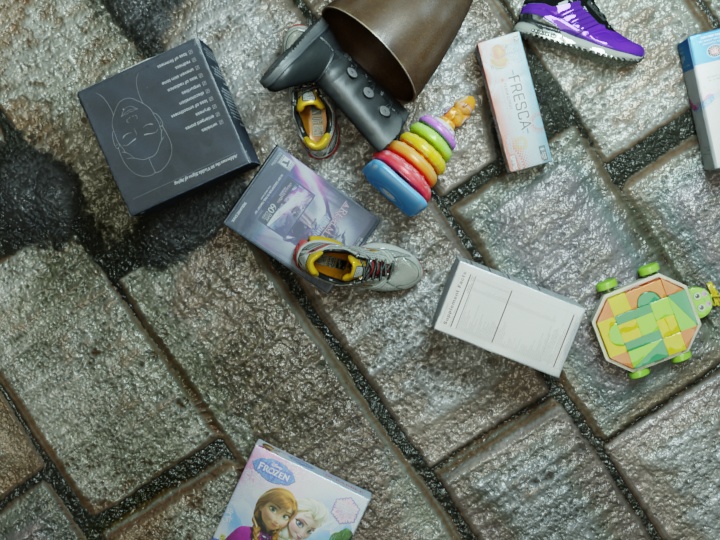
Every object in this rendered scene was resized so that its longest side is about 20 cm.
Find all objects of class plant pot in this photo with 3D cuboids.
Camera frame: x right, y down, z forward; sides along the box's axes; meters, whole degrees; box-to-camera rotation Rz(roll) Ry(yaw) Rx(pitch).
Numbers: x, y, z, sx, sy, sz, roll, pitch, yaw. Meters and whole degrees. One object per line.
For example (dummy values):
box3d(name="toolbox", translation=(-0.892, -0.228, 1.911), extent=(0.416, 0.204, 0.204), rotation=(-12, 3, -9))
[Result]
box3d(name="plant pot", translation=(0.077, -0.382, 1.617), extent=(0.187, 0.187, 0.200), rotation=(43, 80, -1))

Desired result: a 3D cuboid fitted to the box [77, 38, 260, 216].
box3d(name="box", translation=(-0.283, -0.210, 1.653), extent=(0.199, 0.124, 0.198), rotation=(-23, 91, 4))

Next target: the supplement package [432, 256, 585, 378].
box3d(name="supplement package", translation=(0.219, 0.066, 1.659), extent=(0.199, 0.110, 0.114), rotation=(22, 95, 1))

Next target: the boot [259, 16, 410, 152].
box3d(name="boot", translation=(-0.032, -0.246, 1.592), extent=(0.200, 0.065, 0.165), rotation=(49, 52, -15))

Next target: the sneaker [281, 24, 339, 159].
box3d(name="sneaker", translation=(-0.071, -0.270, 1.658), extent=(0.077, 0.082, 0.202), rotation=(-14, 92, 3))

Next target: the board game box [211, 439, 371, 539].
box3d(name="board game box", translation=(-0.114, 0.398, 1.727), extent=(0.199, 0.041, 0.201), rotation=(25, 95, 1))

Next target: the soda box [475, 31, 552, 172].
box3d(name="soda box", translation=(0.229, -0.251, 1.660), extent=(0.068, 0.064, 0.201), rotation=(-14, 94, 4))

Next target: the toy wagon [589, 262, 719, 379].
box3d(name="toy wagon", translation=(0.453, 0.069, 1.682), extent=(0.199, 0.040, 0.156), rotation=(-21, 93, 4))

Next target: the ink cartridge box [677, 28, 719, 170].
box3d(name="ink cartridge box", translation=(0.565, -0.259, 1.631), extent=(0.143, 0.085, 0.202), rotation=(-13, 92, 4))

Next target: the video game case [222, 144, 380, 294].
box3d(name="video game case", translation=(-0.088, -0.075, 1.683), extent=(0.199, 0.019, 0.143), rotation=(35, 95, -17))

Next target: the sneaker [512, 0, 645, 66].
box3d(name="sneaker", translation=(0.336, -0.372, 1.643), extent=(0.199, 0.070, 0.100), rotation=(18, 92, 1))

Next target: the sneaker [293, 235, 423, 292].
box3d(name="sneaker", translation=(0.000, 0.000, 1.669), extent=(0.198, 0.082, 0.078), rotation=(5, 104, -14))

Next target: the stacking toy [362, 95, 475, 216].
box3d(name="stacking toy", translation=(0.104, -0.189, 1.662), extent=(0.110, 0.116, 0.200), rotation=(41, 84, -3))
